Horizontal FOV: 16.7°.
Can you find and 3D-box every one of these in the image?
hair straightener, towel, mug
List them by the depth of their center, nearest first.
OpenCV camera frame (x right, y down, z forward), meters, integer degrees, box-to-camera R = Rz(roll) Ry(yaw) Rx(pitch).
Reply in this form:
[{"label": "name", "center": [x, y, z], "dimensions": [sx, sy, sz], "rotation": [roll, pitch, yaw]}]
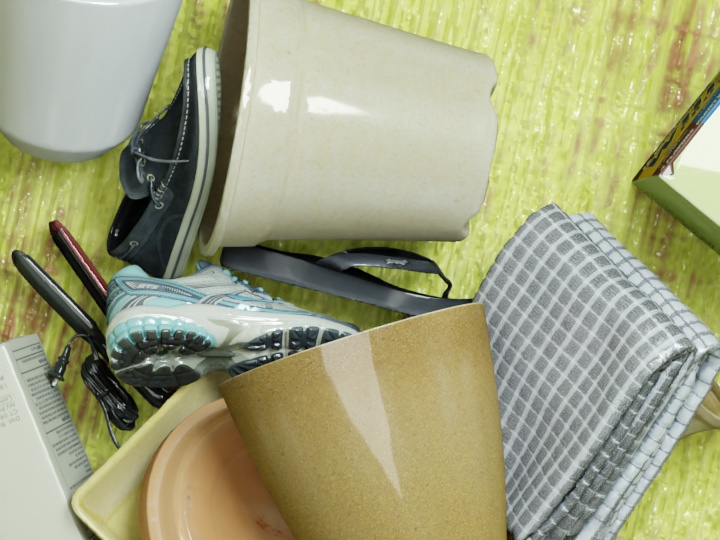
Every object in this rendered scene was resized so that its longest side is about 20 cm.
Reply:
[{"label": "towel", "center": [0.135, 0.079, 1.680], "dimensions": [0.166, 0.085, 0.201], "rotation": [46, 115, 35]}, {"label": "mug", "center": [-0.206, -0.172, 1.717], "dimensions": [0.149, 0.187, 0.154], "rotation": [-1, 127, -20]}, {"label": "hair straightener", "center": [-0.191, 0.065, 1.764], "dimensions": [0.077, 0.041, 0.200], "rotation": [-37, 96, -18]}]

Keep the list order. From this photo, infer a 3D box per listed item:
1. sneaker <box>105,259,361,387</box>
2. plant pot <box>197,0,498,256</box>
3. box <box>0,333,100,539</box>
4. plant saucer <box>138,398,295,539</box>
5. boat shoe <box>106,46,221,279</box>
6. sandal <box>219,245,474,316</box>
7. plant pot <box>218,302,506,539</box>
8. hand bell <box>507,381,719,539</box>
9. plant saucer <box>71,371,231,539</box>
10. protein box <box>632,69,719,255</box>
[{"label": "sneaker", "center": [-0.087, 0.031, 1.728], "dimensions": [0.199, 0.078, 0.087], "rotation": [7, 47, -28]}, {"label": "plant pot", "center": [-0.007, -0.096, 1.695], "dimensions": [0.182, 0.200, 0.202], "rotation": [9, 91, -9]}, {"label": "box", "center": [-0.250, 0.157, 1.725], "dimensions": [0.108, 0.128, 0.201], "rotation": [-22, 90, 3]}, {"label": "plant saucer", "center": [-0.055, 0.176, 1.689], "dimensions": [0.199, 0.032, 0.201], "rotation": [13, 58, -22]}, {"label": "boat shoe", "center": [-0.136, -0.073, 1.701], "dimensions": [0.062, 0.075, 0.201], "rotation": [10, 134, -11]}, {"label": "sandal", "center": [0.000, 0.000, 1.740], "dimensions": [0.199, 0.076, 0.043], "rotation": [14, 91, 2]}, {"label": "plant pot", "center": [0.023, 0.143, 1.625], "dimensions": [0.185, 0.186, 0.201], "rotation": [-18, 84, 2]}, {"label": "hand bell", "center": [0.165, 0.140, 1.748], "dimensions": [0.104, 0.104, 0.200], "rotation": [43, 105, 0]}, {"label": "plant saucer", "center": [-0.082, 0.179, 1.722], "dimensions": [0.200, 0.048, 0.200], "rotation": [44, 52, 1]}, {"label": "protein box", "center": [0.309, -0.053, 1.668], "dimensions": [0.198, 0.200, 0.135], "rotation": [39, 91, 1]}]
